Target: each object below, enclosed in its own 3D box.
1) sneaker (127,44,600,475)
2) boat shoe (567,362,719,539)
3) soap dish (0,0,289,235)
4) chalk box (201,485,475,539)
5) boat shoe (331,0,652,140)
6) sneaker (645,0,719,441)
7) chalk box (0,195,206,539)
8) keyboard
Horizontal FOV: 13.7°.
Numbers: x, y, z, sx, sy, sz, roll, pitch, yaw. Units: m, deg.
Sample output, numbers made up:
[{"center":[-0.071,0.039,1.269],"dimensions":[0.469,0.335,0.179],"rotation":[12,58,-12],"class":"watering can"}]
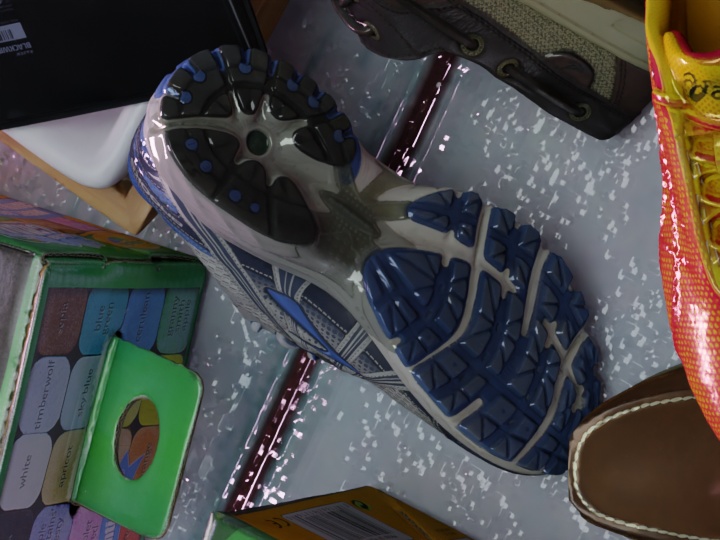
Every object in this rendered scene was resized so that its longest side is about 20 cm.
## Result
[{"center":[0.000,0.000,1.054],"dimensions":[0.200,0.077,0.085],"rotation":[42,155,-12],"class":"sneaker"},{"center":[0.160,0.061,0.987],"dimensions":[0.199,0.074,0.076],"rotation":[-4,88,26],"class":"boat shoe"},{"center":[-0.111,-0.131,1.120],"dimensions":[0.200,0.081,0.158],"rotation":[35,105,22],"class":"soap dish"},{"center":[-0.006,0.193,1.043],"dimensions":[0.124,0.125,0.201],"rotation":[23,101,25],"class":"chalk box"},{"center":[0.020,-0.100,1.016],"dimensions":[0.199,0.073,0.065],"rotation":[25,112,-14],"class":"boat shoe"},{"center":[0.111,-0.034,0.898],"dimensions":[0.073,0.077,0.201],"rotation":[-10,86,25],"class":"sneaker"},{"center":[-0.142,0.039,1.113],"dimensions":[0.199,0.124,0.125],"rotation":[18,97,24],"class":"chalk box"},{"center":[-0.140,-0.107,1.049],"dimensions":[0.199,0.021,0.127],"rotation":[-9,121,23],"class":"keyboard"}]
